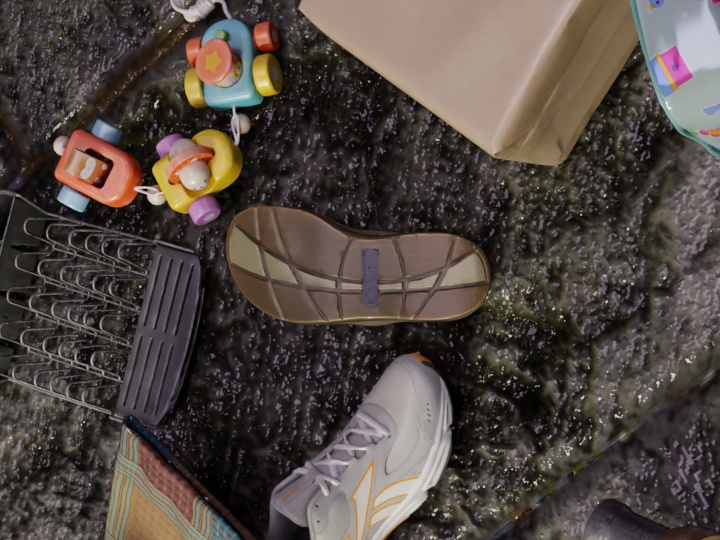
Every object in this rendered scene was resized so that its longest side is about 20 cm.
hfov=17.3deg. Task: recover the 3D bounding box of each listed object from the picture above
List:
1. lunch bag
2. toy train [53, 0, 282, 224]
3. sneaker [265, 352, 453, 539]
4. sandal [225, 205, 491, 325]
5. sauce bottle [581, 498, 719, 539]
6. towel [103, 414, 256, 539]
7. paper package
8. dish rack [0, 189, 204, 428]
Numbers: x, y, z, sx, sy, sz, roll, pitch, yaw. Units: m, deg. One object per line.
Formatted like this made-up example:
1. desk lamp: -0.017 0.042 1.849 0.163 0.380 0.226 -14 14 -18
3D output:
1. lunch bag: 0.220 -0.149 1.350 0.077 0.200 0.162 -15 73 28
2. toy train: -0.146 -0.119 1.741 0.150 0.056 0.201 33 94 23
3. sneaker: -0.010 0.145 1.606 0.076 0.092 0.201 32 100 49
4. sandal: 0.000 0.000 1.657 0.198 0.054 0.081 5 91 18
5. sauce bottle: 0.228 0.200 1.471 0.199 0.065 0.065 22 95 33
6. towel: -0.135 0.217 1.665 0.146 0.022 0.201 40 137 30
7. paper package: 0.090 -0.197 1.592 0.200 0.103 0.192 38 104 30
8. dish rack: -0.211 0.033 1.781 0.199 0.054 0.155 15 92 33
